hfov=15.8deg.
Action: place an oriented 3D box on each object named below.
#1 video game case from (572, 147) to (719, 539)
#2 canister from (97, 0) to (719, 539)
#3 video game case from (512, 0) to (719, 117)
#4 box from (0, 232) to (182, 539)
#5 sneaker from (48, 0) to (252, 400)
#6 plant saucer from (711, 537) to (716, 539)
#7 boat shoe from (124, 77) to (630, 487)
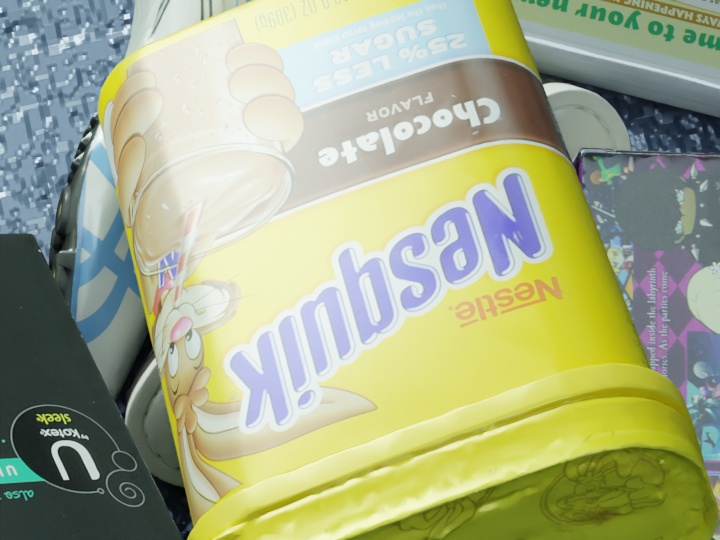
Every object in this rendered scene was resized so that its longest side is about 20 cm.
[{"bbox_3d":[0.157,0.063,0.852,0.180,0.036,0.202,1,81,-4],"label":"video game case"},{"bbox_3d":[0.005,0.010,0.776,0.148,0.087,0.201,-20,53,4],"label":"canister"},{"bbox_3d":[0.100,-0.146,0.925,0.199,0.022,0.183,14,65,-1],"label":"video game case"},{"bbox_3d":[-0.131,0.109,0.723,0.124,0.149,0.201,-2,45,-34],"label":"box"},{"bbox_3d":[-0.062,-0.043,0.895,0.072,0.072,0.201,18,82,-7],"label":"sneaker"},{"bbox_3d":[0.023,0.146,0.820,0.199,0.048,0.201,26,97,37],"label":"plant saucer"},{"bbox_3d":[0.000,0.000,0.894,0.200,0.060,0.072,-37,117,-7],"label":"boat shoe"}]
